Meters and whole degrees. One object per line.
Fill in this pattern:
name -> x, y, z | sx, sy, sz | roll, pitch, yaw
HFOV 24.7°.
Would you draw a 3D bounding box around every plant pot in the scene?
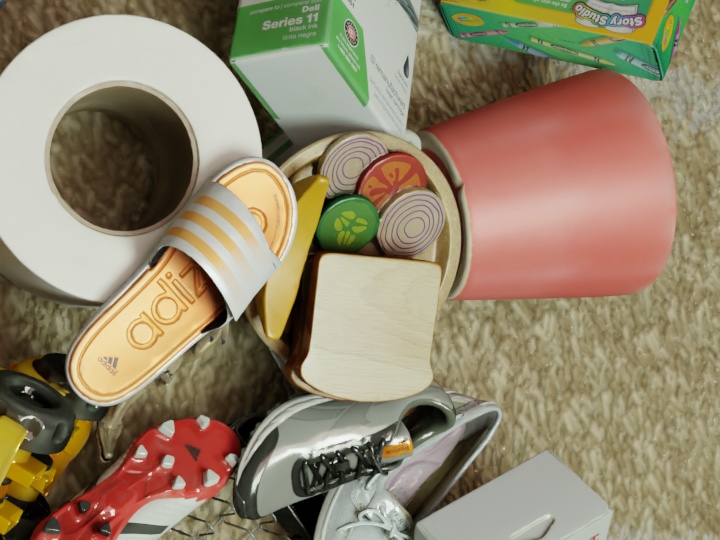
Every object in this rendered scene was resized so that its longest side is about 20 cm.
plant pot -> 0.138, -0.059, 1.378 | 0.176, 0.200, 0.202 | -12, 92, -21

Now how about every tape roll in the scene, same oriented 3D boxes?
tape roll -> -0.184, -0.074, 1.190 | 0.202, 0.139, 0.204 | 1, 88, -20

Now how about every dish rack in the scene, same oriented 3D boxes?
dish rack -> -0.117, 0.226, 1.273 | 0.200, 0.054, 0.154 | -40, 105, -26

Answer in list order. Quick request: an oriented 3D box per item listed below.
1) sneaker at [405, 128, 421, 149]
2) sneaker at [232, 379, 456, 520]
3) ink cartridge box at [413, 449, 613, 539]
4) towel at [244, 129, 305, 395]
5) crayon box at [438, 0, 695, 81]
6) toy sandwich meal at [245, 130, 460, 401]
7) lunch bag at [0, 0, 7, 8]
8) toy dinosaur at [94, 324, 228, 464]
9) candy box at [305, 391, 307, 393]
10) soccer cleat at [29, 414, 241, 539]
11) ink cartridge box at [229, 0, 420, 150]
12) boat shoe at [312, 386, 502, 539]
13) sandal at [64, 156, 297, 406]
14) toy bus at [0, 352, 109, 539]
sneaker -> 0.001, -0.027, 1.315 | 0.075, 0.086, 0.201 | 14, 86, -36
sneaker -> -0.012, 0.130, 1.252 | 0.200, 0.079, 0.074 | -29, 135, -28
ink cartridge box -> 0.113, 0.261, 1.327 | 0.146, 0.083, 0.201 | -24, 139, -30
towel -> -0.042, -0.007, 1.354 | 0.152, 0.023, 0.200 | -42, 106, -27
crayon box -> 0.182, -0.244, 1.410 | 0.119, 0.199, 0.058 | -66, 154, -17
toy sandwich meal -> 0.000, 0.000, 1.206 | 0.204, 0.070, 0.206 | -8, 109, -25
lunch bag -> -0.327, -0.279, 1.178 | 0.160, 0.082, 0.201 | -8, 89, -28
toy dinosaur -> -0.138, 0.054, 1.234 | 0.058, 0.101, 0.200 | 44, 60, 1
candy box -> 0.002, 0.069, 1.313 | 0.102, 0.026, 0.201 | -25, 129, -25
soccer cleat -> -0.168, 0.172, 1.200 | 0.069, 0.085, 0.200 | 48, 48, 7
ink cartridge box -> -0.020, -0.206, 1.253 | 0.147, 0.083, 0.201 | 48, 41, -52
boat shoe -> 0.036, 0.172, 1.302 | 0.202, 0.065, 0.075 | -46, 123, -32
sandal -> -0.112, 0.013, 1.107 | 0.079, 0.059, 0.207 | 44, 78, -15
toy bus -> -0.290, 0.102, 1.133 | 0.191, 0.200, 0.136 | 29, 103, 5
